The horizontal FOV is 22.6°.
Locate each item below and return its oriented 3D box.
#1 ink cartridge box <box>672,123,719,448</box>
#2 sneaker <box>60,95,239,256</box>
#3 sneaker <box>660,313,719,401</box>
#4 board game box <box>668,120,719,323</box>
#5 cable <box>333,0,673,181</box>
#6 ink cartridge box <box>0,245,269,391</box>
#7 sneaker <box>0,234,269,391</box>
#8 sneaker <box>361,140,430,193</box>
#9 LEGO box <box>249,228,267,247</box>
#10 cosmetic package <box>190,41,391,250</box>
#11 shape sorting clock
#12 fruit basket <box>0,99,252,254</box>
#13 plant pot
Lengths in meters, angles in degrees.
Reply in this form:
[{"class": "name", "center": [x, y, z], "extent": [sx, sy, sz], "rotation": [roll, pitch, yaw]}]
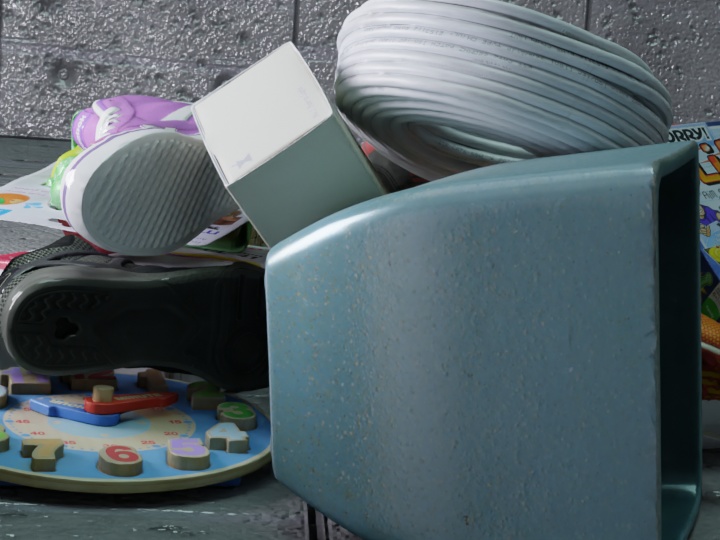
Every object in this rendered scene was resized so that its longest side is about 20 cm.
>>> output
[{"class": "ink cartridge box", "center": [0.203, 0.007, 1.140], "extent": [0.143, 0.084, 0.201], "rotation": [0, 52, -25]}, {"class": "sneaker", "center": [-0.140, -0.060, 1.060], "extent": [0.113, 0.073, 0.200], "rotation": [15, 16, 23]}, {"class": "sneaker", "center": [0.144, 0.013, 1.029], "extent": [0.199, 0.077, 0.073], "rotation": [26, -25, 31]}, {"class": "board game box", "center": [0.262, -0.034, 1.120], "extent": [0.199, 0.035, 0.136], "rotation": [-9, 56, -33]}, {"class": "cable", "center": [0.077, -0.094, 1.033], "extent": [0.199, 0.070, 0.199], "rotation": [23, -11, -32]}, {"class": "ink cartridge box", "center": [-0.141, 0.029, 1.208], "extent": [0.146, 0.087, 0.200], "rotation": [7, 10, 21]}, {"class": "sneaker", "center": [-0.122, 0.021, 1.052], "extent": [0.198, 0.077, 0.114], "rotation": [1, 15, -26]}, {"class": "sneaker", "center": [0.000, 0.000, 1.161], "extent": [0.070, 0.202, 0.098], "rotation": [28, 32, 21]}, {"class": "LEGO box", "center": [-0.095, -0.029, 1.404], "extent": [0.076, 0.151, 0.200], "rotation": [6, 9, 20]}, {"class": "cosmetic package", "center": [-0.009, -0.019, 1.033], "extent": [0.073, 0.201, 0.104], "rotation": [-32, 35, 3]}, {"class": "shape sorting clock", "center": [-0.143, 0.083, 0.993], "extent": [0.198, 0.040, 0.200], "rotation": [4, 8, 0]}, {"class": "fruit basket", "center": [-0.147, -0.057, 1.186], "extent": [0.184, 0.095, 0.200], "rotation": [7, 12, 18]}, {"class": "plant pot", "center": [0.061, 0.039, 0.894], "extent": [0.198, 0.198, 0.196], "rotation": [1, 7, 16]}]
